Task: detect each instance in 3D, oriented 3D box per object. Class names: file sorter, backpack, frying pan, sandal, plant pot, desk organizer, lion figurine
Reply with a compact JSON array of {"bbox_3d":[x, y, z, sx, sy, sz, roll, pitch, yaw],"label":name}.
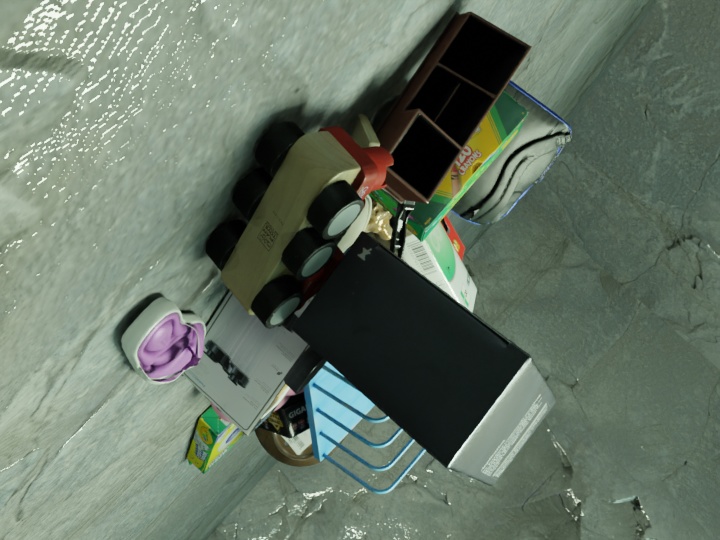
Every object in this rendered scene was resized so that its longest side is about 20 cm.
[{"bbox_3d":[0.019,0.159,0.996,0.138,0.121,0.203,-41,142,-35],"label":"file sorter"},{"bbox_3d":[0.194,-0.179,1.174,0.202,0.161,0.168,-56,-168,19],"label":"backpack"},{"bbox_3d":[0.042,-0.104,0.870,0.031,0.114,0.193,20,-96,62],"label":"frying pan"},{"bbox_3d":[-0.183,0.081,0.764,0.083,0.050,0.203,-48,171,-8],"label":"sandal"},{"bbox_3d":[-0.100,0.254,1.322,0.187,0.187,0.200,-48,-178,-3],"label":"plant pot"},{"bbox_3d":[0.085,-0.171,0.814,0.202,0.071,0.077,-56,-160,-4],"label":"desk organizer"},{"bbox_3d":[-0.011,0.073,0.868,0.200,0.043,0.076,-45,171,-40],"label":"sandal"},{"bbox_3d":[0.062,-0.134,1.037,0.202,0.072,0.122,-57,172,7],"label":"lion figurine"}]

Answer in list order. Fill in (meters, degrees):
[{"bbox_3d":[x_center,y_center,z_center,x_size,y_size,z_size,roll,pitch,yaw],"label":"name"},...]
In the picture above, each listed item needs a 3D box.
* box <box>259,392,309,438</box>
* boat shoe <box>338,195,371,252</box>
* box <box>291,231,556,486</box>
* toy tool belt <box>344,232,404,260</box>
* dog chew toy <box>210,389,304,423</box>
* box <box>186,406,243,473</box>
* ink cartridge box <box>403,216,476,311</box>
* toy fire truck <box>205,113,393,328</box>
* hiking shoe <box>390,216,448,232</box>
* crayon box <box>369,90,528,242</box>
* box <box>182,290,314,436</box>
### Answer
[{"bbox_3d":[-0.094,0.181,1.165,0.157,0.047,0.199,-22,-168,-32],"label":"box"},{"bbox_3d":[-0.043,-0.041,0.976,0.066,0.058,0.201,-1,140,-27],"label":"boat shoe"},{"bbox_3d":[0.068,0.090,0.748,0.118,0.196,0.200,-51,152,-3],"label":"box"},{"bbox_3d":[0.000,0.000,1.112,0.121,0.201,0.126,-28,126,2],"label":"toy tool belt"},{"bbox_3d":[-0.130,0.130,1.033,0.200,0.125,0.124,-44,174,28],"label":"dog chew toy"},{"bbox_3d":[-0.228,0.262,1.301,0.117,0.048,0.201,-43,170,-36],"label":"box"},{"bbox_3d":[0.122,-0.042,1.137,0.049,0.162,0.201,-18,-151,30],"label":"ink cartridge box"},{"bbox_3d":[-0.035,-0.065,0.742,0.199,0.129,0.177,-21,152,-51],"label":"toy fire truck"},{"bbox_3d":[0.097,-0.087,1.226,0.076,0.100,0.200,-53,179,20],"label":"hiking shoe"},{"bbox_3d":[0.097,-0.151,0.959,0.200,0.118,0.058,-48,171,-11],"label":"crayon box"},{"bbox_3d":[-0.110,0.075,0.894,0.201,0.116,0.060,-55,171,23],"label":"box"}]
